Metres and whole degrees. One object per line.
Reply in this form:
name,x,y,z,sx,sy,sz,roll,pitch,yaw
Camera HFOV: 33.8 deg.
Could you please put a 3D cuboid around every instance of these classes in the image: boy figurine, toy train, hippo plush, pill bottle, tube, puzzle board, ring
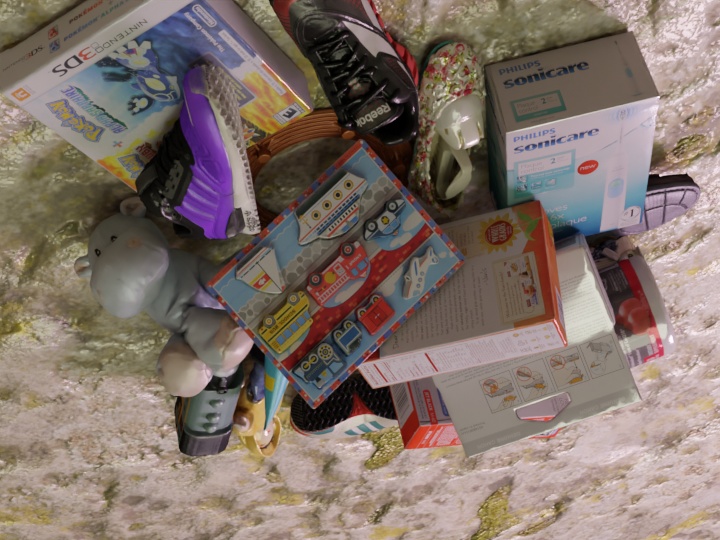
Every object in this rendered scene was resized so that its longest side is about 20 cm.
boy figurine,-0.116,0.154,1.405,0.064,0.125,0.202,28,133,10
toy train,-0.170,0.121,1.327,0.084,0.115,0.201,-2,146,-19
hippo plush,-0.176,-0.002,1.139,0.159,0.201,0.161,-41,115,10
pill bottle,0.231,0.069,1.283,0.197,0.112,0.111,-22,147,8
tube,-0.078,0.066,1.240,0.050,0.078,0.203,14,120,3
puzzle board,-0.021,0.002,1.086,0.200,0.151,0.017,-43,-175,-8
ring,-0.041,-0.084,1.159,0.197,0.019,0.202,-11,148,-7

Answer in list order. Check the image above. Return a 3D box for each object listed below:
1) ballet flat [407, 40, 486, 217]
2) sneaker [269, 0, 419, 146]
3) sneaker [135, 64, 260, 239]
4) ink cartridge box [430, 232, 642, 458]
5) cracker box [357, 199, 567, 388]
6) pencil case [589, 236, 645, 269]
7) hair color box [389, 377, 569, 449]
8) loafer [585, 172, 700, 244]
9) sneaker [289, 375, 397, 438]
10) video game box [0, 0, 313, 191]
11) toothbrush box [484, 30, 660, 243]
ballet flat,0.088,-0.125,1.103,0.075,0.064,0.201,-23,150,-16
sneaker,-0.005,-0.170,0.970,0.070,0.099,0.200,-24,145,19
sneaker,-0.142,-0.085,0.987,0.098,0.070,0.201,-10,147,-3
ink cartridge box,0.167,0.080,1.218,0.197,0.045,0.178,-20,105,15
cracker box,0.090,0.024,1.132,0.197,0.136,0.058,-13,144,17
pencil case,0.231,0.018,1.364,0.197,0.079,0.090,-18,149,4
hair color box,0.138,0.140,1.387,0.197,0.112,0.064,-1,147,-22
loafer,0.261,-0.071,1.267,0.197,0.064,0.072,-20,145,1
sneaker,0.000,0.176,1.538,0.196,0.072,0.093,-8,165,-13
video game box,-0.164,-0.154,0.980,0.180,0.047,0.200,-25,146,19
toothbrush box,0.199,-0.118,1.141,0.144,0.086,0.201,-13,146,-1
